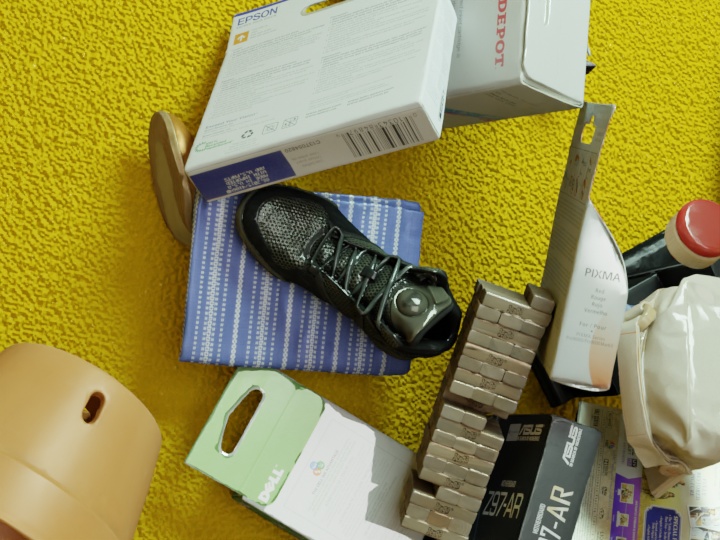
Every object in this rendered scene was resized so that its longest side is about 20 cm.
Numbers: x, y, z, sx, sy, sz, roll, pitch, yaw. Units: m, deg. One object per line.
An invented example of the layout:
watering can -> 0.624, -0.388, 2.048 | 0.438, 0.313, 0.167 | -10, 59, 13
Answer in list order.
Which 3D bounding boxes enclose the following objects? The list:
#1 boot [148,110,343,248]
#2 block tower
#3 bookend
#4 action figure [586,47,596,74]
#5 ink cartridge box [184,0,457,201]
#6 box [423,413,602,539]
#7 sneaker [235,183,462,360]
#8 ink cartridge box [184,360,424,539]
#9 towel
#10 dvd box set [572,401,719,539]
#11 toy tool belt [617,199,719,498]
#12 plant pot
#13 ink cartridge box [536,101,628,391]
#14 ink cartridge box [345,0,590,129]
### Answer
boot -> -0.081, -0.049, 1.142 | 0.144, 0.071, 0.202 | -20, 94, -25
block tower -> 0.085, 0.103, 1.055 | 0.058, 0.054, 0.200 | 20, 100, -4
bookend -> 0.259, 0.028, 1.168 | 0.200, 0.199, 0.092 | -28, 92, -18
action figure -> 0.157, -0.266, 1.240 | 0.130, 0.069, 0.201 | -3, 81, -13
ink cartridge box -> -0.025, -0.151, 1.074 | 0.041, 0.199, 0.200 | 57, 30, -38
box -> 0.105, 0.195, 1.097 | 0.043, 0.200, 0.161 | 21, 78, -15
sneaker -> 0.000, 0.000, 1.059 | 0.199, 0.114, 0.076 | 41, 75, -17
ink cartridge box -> -0.036, 0.163, 1.127 | 0.200, 0.059, 0.104 | 32, 75, -8
towel -> -0.043, 0.008, 1.113 | 0.199, 0.024, 0.145 | 6, 89, -24
dvd box set -> 0.257, 0.182, 1.070 | 0.199, 0.029, 0.147 | 9, 52, 6
toy tool belt -> 0.237, 0.060, 1.048 | 0.125, 0.123, 0.201 | 7, 65, -15
plant pot -> -0.236, 0.148, 1.010 | 0.200, 0.200, 0.140 | 36, 57, -11
ink cartridge box -> 0.175, -0.023, 1.052 | 0.050, 0.162, 0.201 | 14, 98, -1
ink cartridge box -> 0.083, -0.197, 1.131 | 0.087, 0.200, 0.146 | 13, 78, -43
